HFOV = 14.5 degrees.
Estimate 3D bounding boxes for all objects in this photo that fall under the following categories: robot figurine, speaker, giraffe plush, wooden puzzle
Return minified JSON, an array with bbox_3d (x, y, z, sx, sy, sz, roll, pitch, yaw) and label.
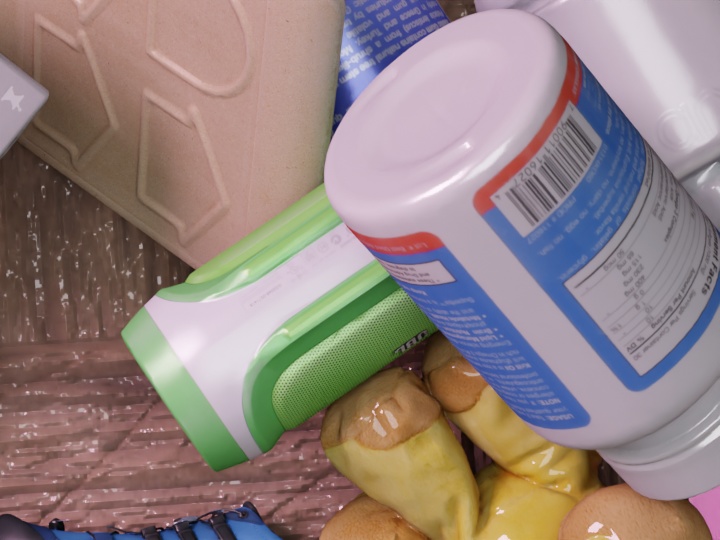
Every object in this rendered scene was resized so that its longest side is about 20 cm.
[{"bbox_3d":[0.127,-0.104,1.305,0.170,0.113,0.200,-30,89,-40],"label":"robot figurine"},{"bbox_3d":[0.000,0.000,1.210,0.200,0.088,0.089,-34,89,-3],"label":"speaker"},{"bbox_3d":[0.090,0.131,1.239,0.172,0.162,0.200,-29,126,-19],"label":"giraffe plush"},{"bbox_3d":[-0.089,-0.099,1.265,0.200,0.185,0.046,31,46,25],"label":"wooden puzzle"}]

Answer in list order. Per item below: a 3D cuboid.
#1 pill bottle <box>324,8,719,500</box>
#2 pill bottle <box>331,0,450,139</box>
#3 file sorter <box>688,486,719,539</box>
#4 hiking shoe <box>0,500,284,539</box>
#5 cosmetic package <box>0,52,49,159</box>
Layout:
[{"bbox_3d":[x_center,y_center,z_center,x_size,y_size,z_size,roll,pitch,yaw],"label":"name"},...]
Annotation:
[{"bbox_3d":[0.085,0.001,1.129,0.112,0.112,0.200,-42,121,-1],"label":"pill bottle"},{"bbox_3d":[-0.007,-0.088,1.304,0.112,0.112,0.200,-32,88,-1],"label":"pill bottle"},{"bbox_3d":[0.251,0.064,1.296,0.200,0.125,0.139,-6,88,-1],"label":"file sorter"},{"bbox_3d":[-0.081,0.146,1.329,0.200,0.074,0.087,19,62,3],"label":"hiking shoe"},{"bbox_3d":[-0.223,-0.081,1.255,0.090,0.200,0.107,39,86,-25],"label":"cosmetic package"}]
